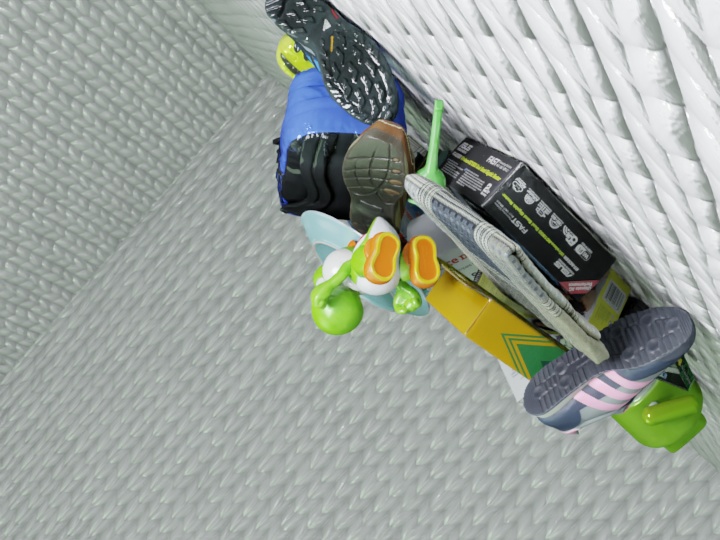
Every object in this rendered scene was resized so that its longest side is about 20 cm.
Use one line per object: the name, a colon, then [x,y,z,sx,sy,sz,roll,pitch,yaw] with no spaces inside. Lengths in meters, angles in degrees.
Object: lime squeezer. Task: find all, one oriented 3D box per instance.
lime squeezer: [0.069,-0.098,1.297,0.201,0.037,0.071,97,161,-63]

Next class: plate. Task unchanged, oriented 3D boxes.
plate: [0.000,0.000,1.476,0.199,0.026,0.200,35,166,10]

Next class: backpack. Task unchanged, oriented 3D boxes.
backpack: [-0.027,-0.166,1.442,0.200,0.160,0.170,98,170,-68]

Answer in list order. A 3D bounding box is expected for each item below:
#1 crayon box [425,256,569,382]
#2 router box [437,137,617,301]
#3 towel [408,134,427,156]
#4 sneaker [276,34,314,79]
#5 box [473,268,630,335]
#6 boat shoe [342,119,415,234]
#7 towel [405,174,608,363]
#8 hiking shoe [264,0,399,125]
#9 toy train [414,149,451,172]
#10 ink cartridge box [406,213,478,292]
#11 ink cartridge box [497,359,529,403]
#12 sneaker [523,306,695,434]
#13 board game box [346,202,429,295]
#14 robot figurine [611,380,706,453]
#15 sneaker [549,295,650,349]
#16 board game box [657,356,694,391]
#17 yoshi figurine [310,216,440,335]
crayon box: [0.153,0.064,1.300,0.199,0.051,0.127,35,-175,-22]
router box: [0.169,-0.059,1.267,0.150,0.062,0.200,43,-178,-17]
towel: [0.091,-0.109,1.791,0.193,0.035,0.200,45,-138,5]
sneaker: [-0.029,-0.267,1.646,0.199,0.074,0.084,38,-152,-23]
box: [0.214,0.031,1.395,0.050,0.076,0.199,39,159,-35]
boat shoe: [0.025,-0.110,1.314,0.075,0.074,0.201,23,155,7]
towel: [0.148,-0.006,1.179,0.200,0.035,0.192,44,178,-37]
hiking shoe: [-0.018,-0.237,1.300,0.201,0.074,0.087,53,-168,14]
toy train: [0.145,-0.091,1.647,0.200,0.085,0.114,42,173,-17]
ink cartridge box: [0.170,-0.005,1.547,0.200,0.146,0.084,41,-143,-35]
ink cartridge box: [0.257,0.089,1.716,0.143,0.084,0.202,7,-131,-43]
sneaker: [0.266,0.105,1.215,0.082,0.199,0.071,36,-142,-32]
board game box: [0.070,-0.035,1.624,0.152,0.037,0.199,56,-156,11]
robot figurine: [0.386,0.161,1.619,0.200,0.116,0.176,42,-166,-25]
sneaker: [0.286,0.081,1.401,0.199,0.076,0.088,12,142,53]
board game box: [0.311,0.083,1.471,0.199,0.024,0.105,21,159,43]
yoshi figurine: [0.003,0.022,1.332,0.113,0.112,0.199,53,152,-9]
